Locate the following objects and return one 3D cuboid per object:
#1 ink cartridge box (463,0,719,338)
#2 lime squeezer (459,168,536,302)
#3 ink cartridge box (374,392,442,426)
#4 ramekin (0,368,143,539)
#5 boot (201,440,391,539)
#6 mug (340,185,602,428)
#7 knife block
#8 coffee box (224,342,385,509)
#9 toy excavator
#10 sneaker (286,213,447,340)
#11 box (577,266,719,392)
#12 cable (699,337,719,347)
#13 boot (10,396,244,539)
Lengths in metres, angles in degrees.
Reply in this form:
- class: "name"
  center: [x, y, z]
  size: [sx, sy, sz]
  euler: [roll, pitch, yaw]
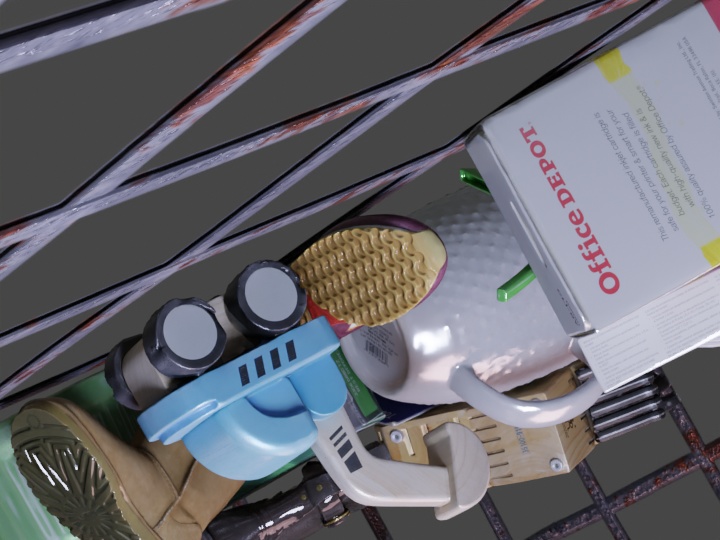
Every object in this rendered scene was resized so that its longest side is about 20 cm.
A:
- class: "ink cartridge box"
  center: [0.183, -0.068, 1.546]
  size: [0.200, 0.145, 0.083]
  euler: [-28, 178, -8]
- class: "lime squeezer"
  center: [0.111, -0.030, 1.640]
  size: [0.200, 0.071, 0.038]
  euler: [-100, -156, -65]
- class: "ink cartridge box"
  center: [0.041, 0.053, 1.990]
  size: [0.200, 0.043, 0.196]
  euler: [-21, -160, -34]
- class: "ramekin"
  center: [-0.210, 0.148, 1.787]
  size: [0.200, 0.098, 0.200]
  euler: [-29, 176, -2]
- class: "boot"
  center: [-0.050, 0.187, 1.876]
  size: [0.174, 0.069, 0.200]
  euler: [-27, 172, -11]
- class: "mug"
  center: [0.091, 0.035, 1.816]
  size: [0.175, 0.200, 0.148]
  euler: [-23, 143, -32]
- class: "knife block"
  center: [0.134, 0.105, 1.931]
  size: [0.200, 0.064, 0.176]
  euler: [-14, -172, 26]
- class: "coffee box"
  center: [-0.093, 0.102, 1.865]
  size: [0.200, 0.123, 0.044]
  euler: [-30, 177, 26]
- class: "toy excavator"
  center: [-0.037, 0.095, 1.626]
  size: [0.194, 0.200, 0.100]
  euler: [-26, 175, -31]
- class: "sneaker"
  center: [0.000, 0.000, 1.696]
  size: [0.200, 0.075, 0.090]
  euler: [-25, -172, 48]
- class: "box"
  center: [0.230, 0.012, 1.573]
  size: [0.200, 0.041, 0.039]
  euler: [-28, -178, 10]
- class: "cable"
  center: [0.221, -0.040, 1.760]
  size: [0.200, 0.200, 0.069]
  euler: [10, 141, -9]
- class: "boot"
  center: [-0.137, 0.099, 1.699]
  size: [0.066, 0.175, 0.200]
  euler: [-10, -147, 33]
